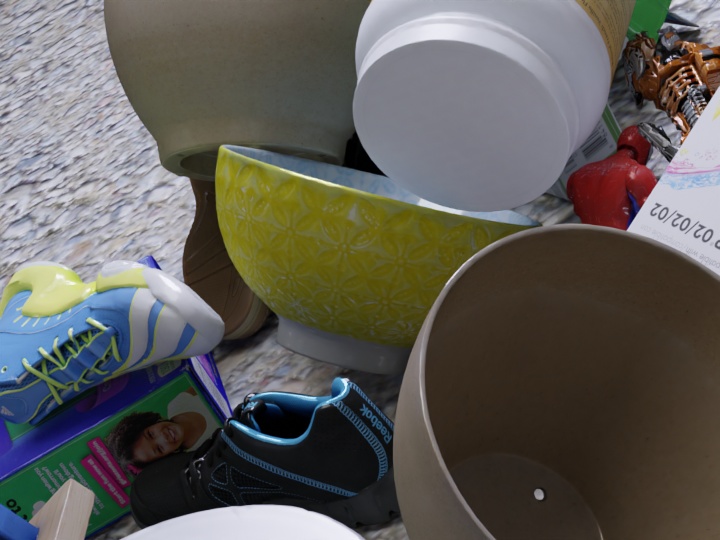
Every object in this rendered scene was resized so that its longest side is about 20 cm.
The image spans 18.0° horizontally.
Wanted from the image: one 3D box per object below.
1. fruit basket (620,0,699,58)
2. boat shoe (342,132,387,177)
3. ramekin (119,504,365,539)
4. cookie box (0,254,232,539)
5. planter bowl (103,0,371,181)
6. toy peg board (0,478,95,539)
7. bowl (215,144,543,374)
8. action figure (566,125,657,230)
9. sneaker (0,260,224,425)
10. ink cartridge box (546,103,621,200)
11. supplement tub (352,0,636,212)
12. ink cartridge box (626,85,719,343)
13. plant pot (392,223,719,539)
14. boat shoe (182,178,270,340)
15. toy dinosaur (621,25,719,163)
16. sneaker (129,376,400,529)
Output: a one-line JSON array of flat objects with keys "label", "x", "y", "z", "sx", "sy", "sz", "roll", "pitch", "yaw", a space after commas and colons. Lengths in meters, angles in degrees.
[{"label": "fruit basket", "x": 0.102, "y": -0.199, "z": 1.524, "sx": 0.200, "sy": 0.185, "sz": 0.094, "roll": 7, "pitch": 77, "yaw": 36}, {"label": "boat shoe", "x": 0.013, "y": -0.074, "z": 1.547, "sx": 0.069, "sy": 0.057, "sz": 0.200, "roll": -41, "pitch": 28, "yaw": -18}, {"label": "ramekin", "x": -0.070, "y": 0.209, "z": 1.063, "sx": 0.202, "sy": 0.094, "sz": 0.202, "roll": -13, "pitch": 32, "yaw": 8}, {"label": "cookie box", "x": -0.189, "y": 0.099, "z": 1.440, "sx": 0.200, "sy": 0.075, "sz": 0.171, "roll": -32, "pitch": 28, "yaw": 2}, {"label": "planter bowl", "x": -0.071, "y": -0.131, "z": 1.471, "sx": 0.200, "sy": 0.200, "sz": 0.135, "roll": -8, "pitch": 78, "yaw": 39}, {"label": "toy peg board", "x": -0.250, "y": 0.212, "z": 1.202, "sx": 0.199, "sy": 0.098, "sz": 0.200, "roll": -47, "pitch": 19, "yaw": 26}, {"label": "bowl", "x": 0.000, "y": 0.000, "z": 1.347, "sx": 0.200, "sy": 0.200, "sz": 0.108, "roll": 23, "pitch": 100, "yaw": 59}, {"label": "action figure", "x": 0.139, "y": 0.018, "z": 1.257, "sx": 0.065, "sy": 0.099, "sz": 0.200, "roll": -1, "pitch": 61, "yaw": 42}, {"label": "sneaker", "x": -0.162, "y": 0.053, "z": 1.349, "sx": 0.200, "sy": 0.076, "sz": 0.105, "roll": 1, "pitch": 55, "yaw": 54}, {"label": "ink cartridge box", "x": 0.083, "y": -0.119, "z": 1.497, "sx": 0.059, "sy": 0.104, "sz": 0.200, "roll": -38, "pitch": 27, "yaw": -15}, {"label": "supplement tub", "x": 0.079, "y": -0.144, "z": 1.290, "sx": 0.144, "sy": 0.144, "sz": 0.200, "roll": -14, "pitch": 36, "yaw": 31}, {"label": "ink cartridge box", "x": 0.202, "y": -0.014, "z": 1.130, "sx": 0.200, "sy": 0.068, "sz": 0.115, "roll": -58, "pitch": 39, "yaw": 0}, {"label": "plant pot", "x": 0.097, "y": 0.099, "z": 1.043, "sx": 0.200, "sy": 0.200, "sz": 0.135, "roll": -54, "pitch": -2, "yaw": -38}, {"label": "boat shoe", "x": -0.076, "y": -0.030, "z": 1.552, "sx": 0.071, "sy": 0.064, "sz": 0.200, "roll": -29, "pitch": 44, "yaw": 28}, {"label": "toy dinosaur", "x": 0.235, "y": -0.076, "z": 1.259, "sx": 0.136, "sy": 0.200, "sz": 0.102, "roll": -29, "pitch": -18, "yaw": -22}, {"label": "sneaker", "x": -0.058, "y": 0.103, "z": 1.286, "sx": 0.200, "sy": 0.082, "sz": 0.073, "roll": -14, "pitch": 33, "yaw": 34}]
